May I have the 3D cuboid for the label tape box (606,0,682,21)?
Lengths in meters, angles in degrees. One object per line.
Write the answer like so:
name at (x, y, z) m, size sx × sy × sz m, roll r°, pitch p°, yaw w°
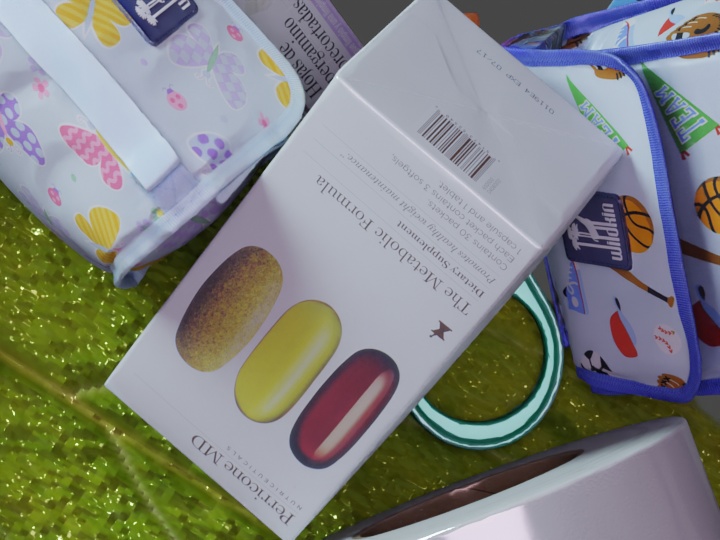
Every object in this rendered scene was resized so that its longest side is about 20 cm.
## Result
label tape box at (0.210, -0.152, 1.323) m, size 0.143 × 0.066 × 0.200 m, roll 29°, pitch 127°, yaw -1°

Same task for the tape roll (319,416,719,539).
tape roll at (0.070, 0.160, 1.261) m, size 0.202 × 0.203 × 0.140 m, roll -20°, pitch 91°, yaw -1°

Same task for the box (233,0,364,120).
box at (-0.057, -0.141, 1.285) m, size 0.039 × 0.041 × 0.200 m, roll -43°, pitch 128°, yaw -6°

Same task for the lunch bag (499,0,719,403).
lunch bag at (0.168, -0.037, 1.288) m, size 0.199 × 0.124 × 0.171 m, roll -7°, pitch 106°, yaw 25°

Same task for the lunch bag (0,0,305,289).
lunch bag at (-0.115, -0.087, 1.259) m, size 0.127 × 0.200 × 0.170 m, roll -42°, pitch 90°, yaw -1°

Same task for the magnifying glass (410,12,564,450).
magnifying glass at (0.050, -0.017, 1.352) m, size 0.079 × 0.022 × 0.201 m, roll -4°, pitch 89°, yaw -1°

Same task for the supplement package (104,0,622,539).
supplement package at (0.000, 0.000, 1.259) m, size 0.114 × 0.110 × 0.200 m, roll 40°, pitch 124°, yaw 2°
